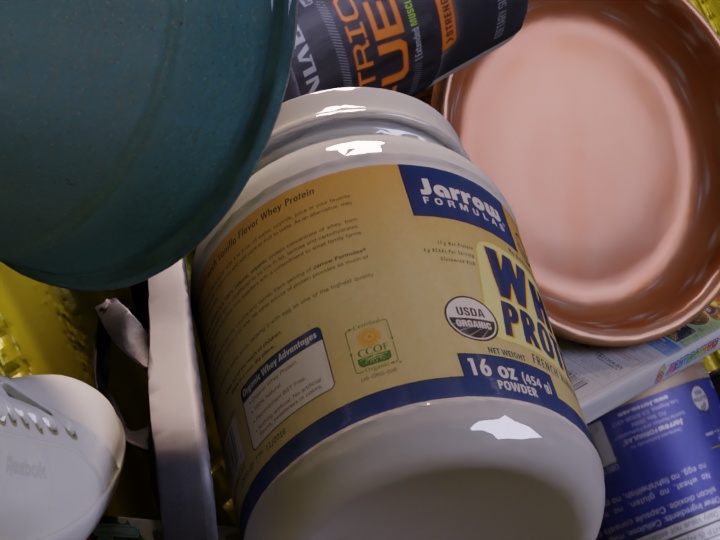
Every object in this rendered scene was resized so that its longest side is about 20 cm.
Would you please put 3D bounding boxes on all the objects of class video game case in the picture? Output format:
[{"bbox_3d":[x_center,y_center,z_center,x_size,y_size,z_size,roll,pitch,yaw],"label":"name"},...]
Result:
[{"bbox_3d":[0.115,0.014,1.143,0.143,0.018,0.199,32,36,30],"label":"video game case"}]

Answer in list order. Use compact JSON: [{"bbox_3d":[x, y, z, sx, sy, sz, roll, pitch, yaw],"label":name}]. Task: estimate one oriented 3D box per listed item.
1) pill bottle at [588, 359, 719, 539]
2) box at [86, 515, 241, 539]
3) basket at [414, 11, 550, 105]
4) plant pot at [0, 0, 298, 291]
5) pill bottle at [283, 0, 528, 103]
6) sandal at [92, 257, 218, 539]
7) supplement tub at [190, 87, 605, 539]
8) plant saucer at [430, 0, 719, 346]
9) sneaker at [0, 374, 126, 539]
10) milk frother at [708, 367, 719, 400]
[{"bbox_3d":[0.164,0.152,1.160,0.119,0.119,0.201,-5,72,-62],"label":"pill bottle"},{"bbox_3d":[-0.046,0.171,0.844,0.200,0.039,0.138,17,52,-57],"label":"box"},{"bbox_3d":[0.031,-0.190,1.161,0.149,0.142,0.201,40,32,-66],"label":"basket"},{"bbox_3d":[-0.157,-0.096,0.723,0.195,0.200,0.202,4,63,-52],"label":"plant pot"},{"bbox_3d":[-0.028,-0.110,0.975,0.199,0.106,0.107,-31,96,-26],"label":"pill bottle"},{"bbox_3d":[-0.084,0.040,0.837,0.200,0.042,0.077,-106,-169,-63],"label":"sandal"},{"bbox_3d":[0.008,0.037,0.878,0.144,0.144,0.201,37,27,-43],"label":"supplement tub"},{"bbox_3d":[0.117,-0.060,1.101,0.199,0.037,0.202,4,82,-30],"label":"plant saucer"},{"bbox_3d":[-0.131,0.056,0.717,0.072,0.085,0.200,27,20,16],"label":"sneaker"},{"bbox_3d":[0.262,0.130,1.224,0.200,0.179,0.189,85,-20,-66],"label":"milk frother"}]
